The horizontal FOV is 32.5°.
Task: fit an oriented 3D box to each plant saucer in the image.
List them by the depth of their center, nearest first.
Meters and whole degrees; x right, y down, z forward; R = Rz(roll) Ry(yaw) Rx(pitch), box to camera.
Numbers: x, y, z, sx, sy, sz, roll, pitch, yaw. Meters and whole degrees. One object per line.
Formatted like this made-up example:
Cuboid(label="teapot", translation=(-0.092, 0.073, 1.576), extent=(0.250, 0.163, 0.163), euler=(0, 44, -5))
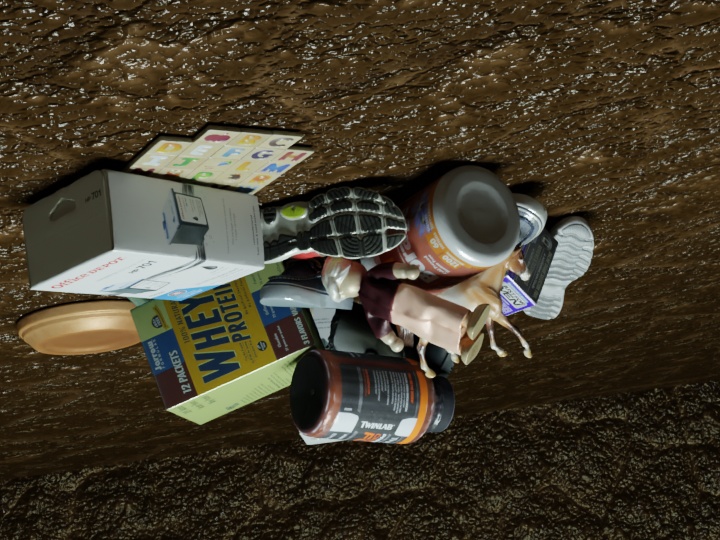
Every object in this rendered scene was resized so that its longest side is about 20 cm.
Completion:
Cuboid(label="plant saucer", translation=(-0.381, 0.084, 1.739), extent=(0.196, 0.038, 0.200), euler=(-8, 166, -2))

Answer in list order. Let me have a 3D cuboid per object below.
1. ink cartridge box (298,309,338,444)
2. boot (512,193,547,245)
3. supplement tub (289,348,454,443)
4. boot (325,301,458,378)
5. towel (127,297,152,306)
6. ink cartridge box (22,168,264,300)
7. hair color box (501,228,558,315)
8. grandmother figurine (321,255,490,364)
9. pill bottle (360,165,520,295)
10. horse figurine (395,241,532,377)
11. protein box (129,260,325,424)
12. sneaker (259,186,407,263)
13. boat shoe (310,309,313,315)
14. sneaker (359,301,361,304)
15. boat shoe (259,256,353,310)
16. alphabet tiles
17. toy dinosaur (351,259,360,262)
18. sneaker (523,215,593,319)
Cuboid(label="ink cartridge box", translation=(-0.051, 0.147, 1.836), extent=(0.082, 0.204, 0.146), euler=(-5, 166, 2))
Cuboid(label="boot", translation=(0.153, -0.021, 1.495), extent=(0.072, 0.091, 0.200), euler=(30, 155, -11))
Cuboid(label="supplement tub", translation=(0.019, 0.157, 1.522), extent=(0.197, 0.109, 0.107), euler=(8, 160, -30))
Cuboid(label="boot", translation=(0.044, 0.083, 1.604), extent=(0.166, 0.077, 0.201), euler=(20, 152, -2))
Cuboid(label="towel", translation=(-0.236, 0.014, 1.585), extent=(0.144, 0.022, 0.200), euler=(-9, 167, 1))
Cuboid(label="ink cartridge box", translation=(-0.218, -0.031, 1.254), extent=(0.145, 0.087, 0.198), euler=(-19, 164, 39))
Cuboid(label="hair color box", translation=(0.156, 0.012, 1.613), extent=(0.065, 0.110, 0.199), euler=(42, 141, -22))
Cuboid(label="grandmother figurine", translation=(0.042, 0.037, 1.371), extent=(0.198, 0.123, 0.060), euler=(25, -150, 20))
Cuboid(label="pill bottle", translation=(0.082, -0.033, 1.395), extent=(0.111, 0.114, 0.199), euler=(0, 163, -30))
Cuboid(label="horse figurine", translation=(0.119, 0.053, 1.478), extent=(0.197, 0.134, 0.050), euler=(-13, -160, 25))
Cuboid(label="protein box", translation=(-0.160, 0.088, 1.589), extent=(0.197, 0.137, 0.199), euler=(-24, 167, 0))
Cuboid(label="sneaker", translation=(-0.037, -0.050, 1.373), extent=(0.197, 0.079, 0.085), euler=(-3, 180, 21))
Cuboid(label="boat shoe", translation=(-0.165, 0.073, 1.751), extent=(0.197, 0.075, 0.069), euler=(-12, 172, 15))
Cuboid(label="sneaker", translation=(0.045, 0.116, 1.775), extent=(0.117, 0.203, 0.074), euler=(-22, 140, 25))
Cuboid(label="boat shoe", translation=(-0.062, -0.002, 1.447), extent=(0.070, 0.093, 0.200), euler=(1, 178, 20))
Cuboid(label="alphabet tiles", translation=(-0.147, -0.100, 1.210), extent=(0.164, 0.006, 0.199), euler=(1, 163, -34))
Cuboid(label="toy dinosaur", translation=(0.000, 0.000, 1.631), extent=(0.198, 0.062, 0.106), euler=(-7, -174, 36))
Cuboid(label="sneaker", translation=(0.261, -0.019, 1.673), extent=(0.073, 0.083, 0.201), euler=(13, 145, -5))
